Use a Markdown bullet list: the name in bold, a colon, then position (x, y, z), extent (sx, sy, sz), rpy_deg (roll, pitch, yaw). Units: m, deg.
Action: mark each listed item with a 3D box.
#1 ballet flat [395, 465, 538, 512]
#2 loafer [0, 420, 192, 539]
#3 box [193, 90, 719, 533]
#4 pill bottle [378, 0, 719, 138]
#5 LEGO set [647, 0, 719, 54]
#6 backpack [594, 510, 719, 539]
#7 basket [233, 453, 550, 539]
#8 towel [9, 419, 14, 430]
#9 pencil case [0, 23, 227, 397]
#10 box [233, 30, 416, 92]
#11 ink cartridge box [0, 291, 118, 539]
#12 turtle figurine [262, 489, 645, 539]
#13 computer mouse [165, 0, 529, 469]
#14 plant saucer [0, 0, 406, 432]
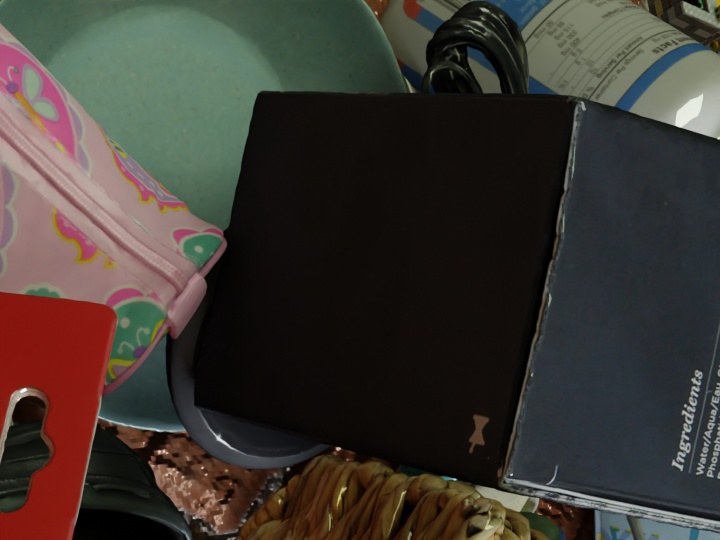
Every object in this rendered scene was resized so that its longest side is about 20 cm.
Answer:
- **ballet flat**: position (0.069, 0.068, 1.005), extent (0.070, 0.069, 0.200), rpy_deg (51, 41, -7)
- **loafer**: position (-0.135, 0.097, 0.747), extent (0.070, 0.068, 0.200), rpy_deg (28, 25, 30)
- **box**: position (0.080, 0.019, 0.787), extent (0.196, 0.200, 0.125), rpy_deg (12, 88, -32)
- **pill bottle**: position (0.107, -0.062, 1.019), extent (0.200, 0.113, 0.112), rpy_deg (36, 32, 24)
- **LEGO set**: position (0.178, -0.083, 1.164), extent (0.153, 0.116, 0.201), rpy_deg (25, 49, -33)
- **backpack**: position (0.188, 0.124, 0.979), extent (0.147, 0.182, 0.201), rpy_deg (-13, 100, -53)
- **basket**: position (0.007, 0.178, 0.696), extent (0.149, 0.142, 0.201), rpy_deg (38, 73, -27)
- **towel**: position (-0.205, -0.015, 0.789), extent (0.132, 0.034, 0.201), rpy_deg (-8, 72, -47)
- **pencil case**: position (-0.139, -0.045, 0.783), extent (0.200, 0.087, 0.088), rpy_deg (45, 40, -18)
- **box**: position (-0.011, -0.045, 0.982), extent (0.200, 0.068, 0.082), rpy_deg (50, 38, -10)
- **ink cartridge box**: position (-0.174, 0.061, 0.657), extent (0.199, 0.067, 0.117), rpy_deg (5, 52, 3)
- **turtle figurine**: position (0.060, 0.181, 0.849), extent (0.143, 0.200, 0.195), rpy_deg (1, 91, -24)
- **computer mouse**: position (0.000, 0.000, 0.884), extent (0.200, 0.053, 0.139), rpy_deg (-37, 114, -23)
- **plant saucer**: position (-0.073, -0.040, 0.889), extent (0.200, 0.039, 0.202), rpy_deg (-4, 99, -28)
